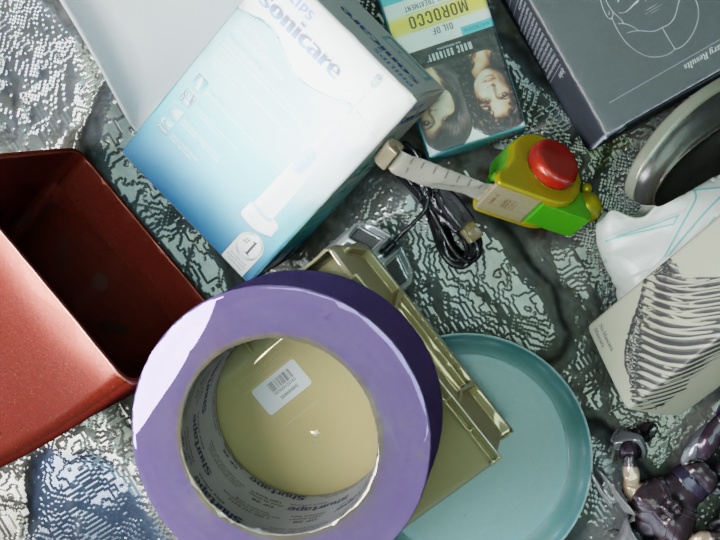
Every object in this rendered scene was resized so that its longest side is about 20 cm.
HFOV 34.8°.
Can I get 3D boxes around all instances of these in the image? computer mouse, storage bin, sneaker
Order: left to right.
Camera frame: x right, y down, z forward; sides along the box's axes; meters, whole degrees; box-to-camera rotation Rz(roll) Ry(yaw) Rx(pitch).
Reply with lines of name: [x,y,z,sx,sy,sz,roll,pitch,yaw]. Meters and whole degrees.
storage bin: [-0.026,0.113,0.867,0.200,0.094,0.199,-38,89,12]
computer mouse: [0.000,0.000,0.918,0.200,0.044,0.110,-41,91,12]
sneaker: [0.277,-0.049,0.891,0.200,0.070,0.080,-26,86,5]
sneaker: [0.297,-0.090,0.838,0.200,0.075,0.106,-34,64,-7]

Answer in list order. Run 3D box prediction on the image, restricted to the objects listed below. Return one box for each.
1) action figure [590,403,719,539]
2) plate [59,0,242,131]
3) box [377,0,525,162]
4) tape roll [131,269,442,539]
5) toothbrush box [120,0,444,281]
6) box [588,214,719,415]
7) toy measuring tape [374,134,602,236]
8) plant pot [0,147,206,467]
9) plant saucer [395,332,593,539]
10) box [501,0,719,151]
action figure: [0.268,0.155,0.896,0.130,0.069,0.200,45,97,-4]
plate: [-0.127,-0.223,0.894,0.199,0.032,0.200,-22,130,4]
box: [0.063,-0.194,0.916,0.082,0.049,0.200,-18,89,4]
tape roll: [-0.047,0.103,0.779,0.200,0.085,0.200,1,98,9]
toothbrush box: [-0.060,-0.115,0.879,0.146,0.085,0.200,45,114,3]
box: [0.264,0.018,0.821,0.200,0.068,0.082,-48,47,33]
toy measuring tape: [0.103,-0.081,0.886,0.200,0.074,0.074,17,92,-22]
plant pot: [-0.257,0.041,0.879,0.176,0.200,0.200,-40,87,15]
plant saucer: [0.085,0.150,0.927,0.200,0.027,0.200,0,91,5]
box: [0.196,-0.217,0.877,0.148,0.107,0.200,-29,87,4]
